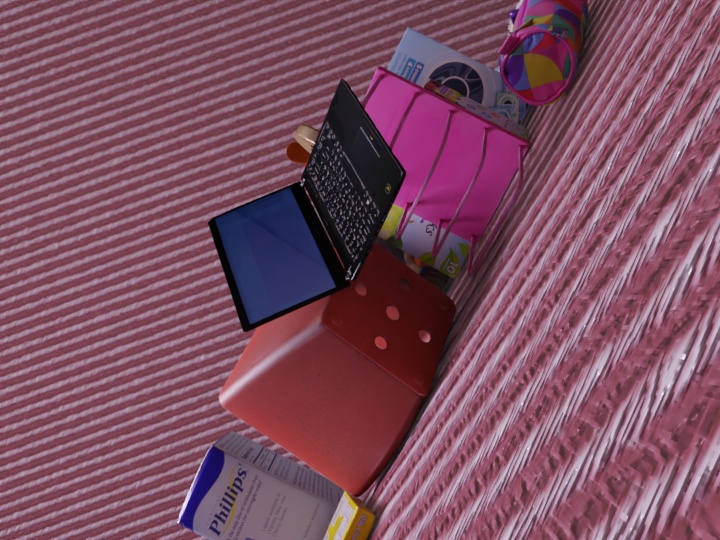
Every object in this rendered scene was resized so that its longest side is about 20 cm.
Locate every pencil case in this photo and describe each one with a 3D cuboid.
[{"bbox_3d":[0.204,-0.260,0.832,0.089,0.087,0.201,-64,-1,39],"label":"pencil case"}]

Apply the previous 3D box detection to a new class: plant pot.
[{"bbox_3d":[-0.006,0.086,0.835,0.176,0.198,0.202,-46,13,45],"label":"plant pot"}]

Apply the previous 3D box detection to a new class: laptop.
[{"bbox_3d":[-0.064,-0.071,0.766,0.203,0.101,0.179,-63,38,31],"label":"laptop"}]

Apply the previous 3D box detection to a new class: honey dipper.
[{"bbox_3d":[0.130,-0.032,1.109,0.202,0.037,0.038,-59,-4,-43],"label":"honey dipper"}]

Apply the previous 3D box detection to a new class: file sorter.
[{"bbox_3d":[0.072,-0.107,0.854,0.126,0.196,0.141,-67,3,-61],"label":"file sorter"}]

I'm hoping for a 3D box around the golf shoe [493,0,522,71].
[{"bbox_3d":[0.255,-0.325,1.149,0.098,0.076,0.204,-97,23,-59],"label":"golf shoe"}]

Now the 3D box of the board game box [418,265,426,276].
[{"bbox_3d":[0.049,0.125,1.100,0.203,0.043,0.200,-66,-4,32],"label":"board game box"}]

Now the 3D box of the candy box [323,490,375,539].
[{"bbox_3d":[-0.023,0.294,0.807,0.200,0.026,0.104,110,-178,-78],"label":"candy box"}]

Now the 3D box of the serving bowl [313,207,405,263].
[{"bbox_3d":[0.000,0.000,1.024,0.065,0.200,0.203,-12,41,44],"label":"serving bowl"}]

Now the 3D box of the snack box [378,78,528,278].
[{"bbox_3d":[0.104,-0.112,0.953,0.203,0.139,0.053,-66,-4,28],"label":"snack box"}]

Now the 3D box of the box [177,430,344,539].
[{"bbox_3d":[-0.123,0.313,1.016,0.107,0.196,0.184,-64,-1,-7],"label":"box"}]

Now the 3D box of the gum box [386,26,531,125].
[{"bbox_3d":[0.112,-0.203,1.024,0.173,0.197,0.045,-61,-9,2],"label":"gum box"}]

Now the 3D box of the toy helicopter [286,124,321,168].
[{"bbox_3d":[-0.018,-0.133,1.032,0.131,0.199,0.080,24,81,49],"label":"toy helicopter"}]

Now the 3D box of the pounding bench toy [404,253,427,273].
[{"bbox_3d":[0.098,-0.068,1.289,0.157,0.122,0.203,-63,-2,-63],"label":"pounding bench toy"}]

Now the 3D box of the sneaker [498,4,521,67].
[{"bbox_3d":[0.245,-0.344,1.008,0.204,0.082,0.081,-64,0,-13],"label":"sneaker"}]
